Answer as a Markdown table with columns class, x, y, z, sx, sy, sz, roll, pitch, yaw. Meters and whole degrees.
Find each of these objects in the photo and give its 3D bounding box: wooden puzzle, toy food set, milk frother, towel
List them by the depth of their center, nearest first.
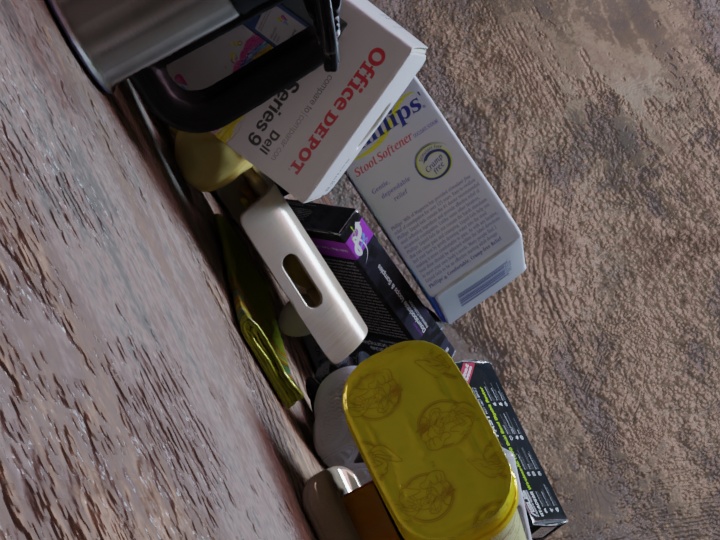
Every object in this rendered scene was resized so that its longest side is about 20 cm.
| class | x | y | z | sx | sy | sz | roll | pitch | yaw |
| --- | --- | --- | --- | --- | --- | --- | --- | --- | --- |
| milk frother | -0.106 | -0.186 | 1.109 | 0.181 | 0.187 | 0.200 | 61 | 3 | -5 |
| wooden puzzle | 0.024 | 0.223 | 1.194 | 0.186 | 0.046 | 0.200 | 64 | 3 | 6 |
| towel | -0.084 | 0.026 | 1.325 | 0.086 | 0.018 | 0.200 | 63 | 2 | -28 |
| toy food set | -0.070 | -0.011 | 1.353 | 0.144 | 0.060 | 0.200 | 57 | -4 | -19 |

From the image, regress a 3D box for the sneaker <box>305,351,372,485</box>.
| class | x | y | z | sx | sy | sz | roll | pitch | yaw |
| --- | --- | --- | --- | --- | --- | --- | --- | --- | --- |
| sneaker | -0.011 | 0.109 | 1.362 | 0.200 | 0.075 | 0.114 | 70 | -4 | -56 |

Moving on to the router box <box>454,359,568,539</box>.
| class | x | y | z | sx | sy | sz | roll | pitch | yaw |
| --- | --- | --- | --- | --- | --- | --- | --- | --- | --- |
| router box | 0.110 | 0.217 | 1.739 | 0.062 | 0.150 | 0.201 | 4 | 51 | -45 |

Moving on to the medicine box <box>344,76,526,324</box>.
| class | x | y | z | sx | sy | sz | roll | pitch | yaw |
| --- | --- | --- | --- | --- | --- | --- | --- | --- | --- |
| medicine box | 0.061 | -0.069 | 1.555 | 0.201 | 0.103 | 0.182 | 56 | 1 | 12 |

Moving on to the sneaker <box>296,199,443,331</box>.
| class | x | y | z | sx | sy | sz | roll | pitch | yaw |
| --- | --- | --- | --- | --- | --- | --- | --- | --- | --- |
| sneaker | 0.000 | 0.000 | 1.598 | 0.200 | 0.080 | 0.074 | 36 | -28 | 1 |

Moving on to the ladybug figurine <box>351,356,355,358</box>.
| class | x | y | z | sx | sy | sz | roll | pitch | yaw |
| --- | --- | --- | --- | --- | --- | --- | --- | --- | --- |
| ladybug figurine | 0.028 | 0.090 | 1.688 | 0.201 | 0.072 | 0.136 | 65 | -5 | -27 |

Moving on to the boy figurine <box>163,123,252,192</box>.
| class | x | y | z | sx | sy | sz | roll | pitch | yaw |
| --- | --- | --- | --- | --- | --- | --- | --- | --- | --- |
| boy figurine | -0.141 | -0.141 | 1.373 | 0.125 | 0.064 | 0.200 | 65 | -1 | -42 |

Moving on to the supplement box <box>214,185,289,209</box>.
| class | x | y | z | sx | sy | sz | roll | pitch | yaw |
| --- | --- | --- | --- | --- | --- | --- | --- | --- | --- |
| supplement box | -0.118 | -0.168 | 1.534 | 0.201 | 0.108 | 0.110 | 65 | 3 | 23 |

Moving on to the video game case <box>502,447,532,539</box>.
| class | x | y | z | sx | sy | sz | roll | pitch | yaw |
| --- | --- | --- | --- | --- | --- | --- | --- | --- | --- |
| video game case | 0.088 | 0.216 | 1.470 | 0.200 | 0.024 | 0.183 | 21 | -50 | 57 |

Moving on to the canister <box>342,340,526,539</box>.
| class | x | y | z | sx | sy | sz | roll | pitch | yaw |
| --- | --- | --- | --- | --- | --- | --- | --- | --- | --- |
| canister | 0.062 | 0.160 | 1.180 | 0.149 | 0.086 | 0.200 | 61 | -4 | 32 |

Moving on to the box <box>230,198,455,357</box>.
| class | x | y | z | sx | sy | sz | roll | pitch | yaw |
| --- | --- | --- | --- | --- | --- | --- | --- | --- | --- |
| box | -0.014 | 0.014 | 1.507 | 0.142 | 0.036 | 0.200 | 10 | -35 | 43 |

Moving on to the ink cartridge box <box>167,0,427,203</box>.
| class | x | y | z | sx | sy | sz | roll | pitch | yaw |
| --- | --- | --- | --- | --- | --- | --- | --- | --- | --- |
| ink cartridge box | -0.070 | -0.168 | 1.255 | 0.200 | 0.146 | 0.088 | 38 | 12 | 3 |

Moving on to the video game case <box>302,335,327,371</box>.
| class | x | y | z | sx | sy | sz | roll | pitch | yaw |
| --- | --- | --- | --- | --- | --- | --- | --- | --- | --- |
| video game case | 0.008 | 0.170 | 1.640 | 0.183 | 0.022 | 0.200 | 65 | 4 | 39 |
